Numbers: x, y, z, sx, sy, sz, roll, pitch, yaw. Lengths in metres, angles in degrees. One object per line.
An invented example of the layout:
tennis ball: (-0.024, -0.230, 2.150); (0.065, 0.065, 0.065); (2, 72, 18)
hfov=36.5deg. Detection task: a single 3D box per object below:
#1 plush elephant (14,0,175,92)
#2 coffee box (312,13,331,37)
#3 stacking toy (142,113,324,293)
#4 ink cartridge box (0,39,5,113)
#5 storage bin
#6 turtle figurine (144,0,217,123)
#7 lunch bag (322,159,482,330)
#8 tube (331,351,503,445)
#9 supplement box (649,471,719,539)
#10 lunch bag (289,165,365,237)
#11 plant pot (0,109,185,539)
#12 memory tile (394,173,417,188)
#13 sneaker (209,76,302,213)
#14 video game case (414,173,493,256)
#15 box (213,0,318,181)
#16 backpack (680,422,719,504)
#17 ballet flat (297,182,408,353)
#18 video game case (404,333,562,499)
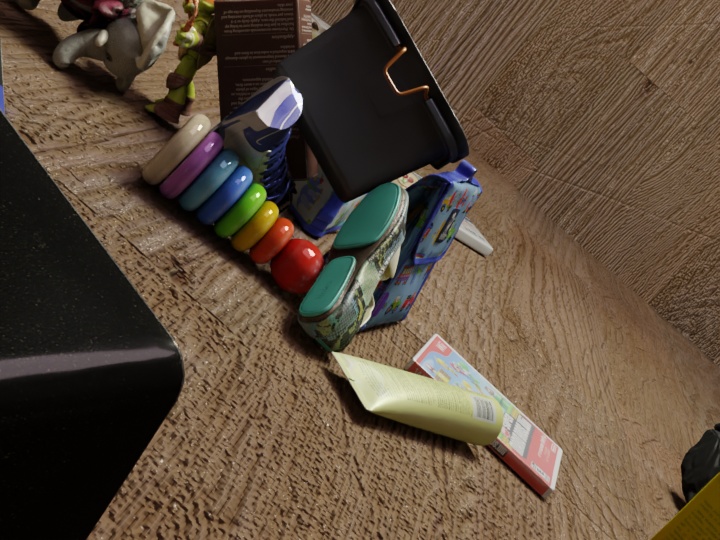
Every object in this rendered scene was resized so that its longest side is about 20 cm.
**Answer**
plush elephant: (-0.274, -0.271, 1.165); (0.198, 0.165, 0.156); (-3, 77, -24)
coffee box: (-0.116, -0.420, 2.010); (0.199, 0.113, 0.080); (24, 22, -47)
stacking toy: (-0.115, -0.055, 1.064); (0.200, 0.085, 0.085); (45, 14, -13)
ink cartridge box: (-0.329, -0.153, 0.849); (0.094, 0.044, 0.200); (29, 19, -33)
storage bin: (0.004, -0.171, 1.137); (0.201, 0.134, 0.146); (59, -8, -3)
turtle figurine: (-0.191, -0.256, 1.249); (0.064, 0.162, 0.200); (18, 20, -15)
lunch bag: (0.053, -0.041, 1.184); (0.094, 0.200, 0.150); (44, 15, 14)
tube: (0.056, 0.124, 1.034); (0.058, 0.052, 0.199); (-3, -18, 44)
supplement box: (0.378, 0.274, 1.099); (0.110, 0.200, 0.109); (48, 17, 25)
lunch bag: (-0.025, -0.150, 1.355); (0.127, 0.171, 0.200); (29, 18, -21)
plant pot: (-0.213, 0.040, 0.344); (0.177, 0.201, 0.200); (-5, 46, -52)
memory tile: (0.018, -0.117, 1.529); (0.200, 0.017, 0.153); (42, 47, 5)
sneaker: (-0.099, -0.114, 1.119); (0.115, 0.199, 0.081); (49, 58, -13)
video game case: (0.132, -0.117, 1.951); (0.199, 0.023, 0.183); (27, 20, -40)
box: (-0.104, -0.203, 1.230); (0.099, 0.202, 0.075); (0, 9, 10)
backpack: (0.536, 0.329, 1.491); (0.200, 0.127, 0.167); (39, 26, -12)
ballet flat: (0.000, 0.000, 1.063); (0.074, 0.074, 0.201); (39, 54, -8)
video game case: (0.139, 0.155, 1.200); (0.200, 0.017, 0.143); (42, 15, 5)
